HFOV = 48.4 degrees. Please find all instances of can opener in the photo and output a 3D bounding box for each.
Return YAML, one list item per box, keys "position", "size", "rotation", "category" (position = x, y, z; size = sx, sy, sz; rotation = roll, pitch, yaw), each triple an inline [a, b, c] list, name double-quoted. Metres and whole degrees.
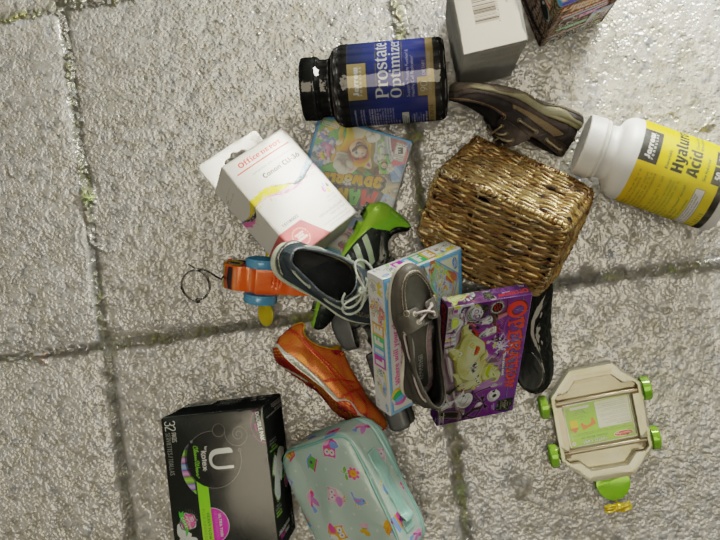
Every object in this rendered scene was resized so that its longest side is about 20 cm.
- position: [0.015, 0.132, 1.136]
  size: [0.066, 0.053, 0.202]
  rotation: [-19, 89, 18]
  category: "can opener"

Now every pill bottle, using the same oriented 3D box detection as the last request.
- position: [0.018, -0.256, 1.100]
  size: [0.197, 0.112, 0.114]
  rotation: [-4, 90, 5]
  category: "pill bottle"
- position: [0.388, -0.137, 1.069]
  size: [0.198, 0.111, 0.113]
  rotation: [19, 92, 5]
  category: "pill bottle"

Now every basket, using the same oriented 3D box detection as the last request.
- position: [0.196, -0.068, 1.092]
  size: [0.198, 0.149, 0.144]
  rotation: [26, 126, 16]
  category: "basket"

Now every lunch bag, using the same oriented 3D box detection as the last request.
- position: [-0.004, 0.309, 1.094]
  size: [0.159, 0.077, 0.202]
  rotation: [-27, 89, 36]
  category: "lunch bag"

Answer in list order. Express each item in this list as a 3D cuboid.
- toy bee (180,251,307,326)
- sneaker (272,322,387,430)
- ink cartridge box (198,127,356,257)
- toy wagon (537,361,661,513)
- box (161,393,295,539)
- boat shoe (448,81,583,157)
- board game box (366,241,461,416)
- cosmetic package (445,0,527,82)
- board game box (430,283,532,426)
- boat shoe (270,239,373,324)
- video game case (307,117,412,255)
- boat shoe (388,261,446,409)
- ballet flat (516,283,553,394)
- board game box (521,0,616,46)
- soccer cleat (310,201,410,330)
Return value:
- position: [-0.151, 0.001, 1.131]
  size: [0.198, 0.109, 0.132]
  rotation: [24, 92, -23]
  category: "toy bee"
- position: [-0.032, 0.151, 1.130]
  size: [0.200, 0.073, 0.077]
  rotation: [44, 68, -6]
  category: "sneaker"
- position: [-0.116, -0.110, 1.094]
  size: [0.116, 0.068, 0.200]
  rotation: [-39, 83, -29]
  category: "ink cartridge box"
- position: [0.335, 0.233, 1.113]
  size: [0.153, 0.040, 0.203]
  rotation: [-11, 90, 5]
  category: "toy wagon"
- position: [-0.180, 0.288, 1.116]
  size: [0.146, 0.124, 0.203]
  rotation: [-7, 89, 6]
  category: "box"
- position: [0.209, -0.202, 1.083]
  size: [0.197, 0.074, 0.074]
  rotation: [14, 98, -14]
  category: "boat shoe"
- position: [0.076, 0.076, 1.060]
  size: [0.133, 0.034, 0.203]
  rotation: [-21, 120, -32]
  category: "board game box"
- position: [0.158, -0.316, 1.043]
  size: [0.084, 0.200, 0.109]
  rotation: [-11, 92, 6]
  category: "cosmetic package"
- position: [0.157, 0.115, 1.063]
  size: [0.118, 0.032, 0.202]
  rotation: [-12, 125, -18]
  category: "board game box"
- position: [-0.020, 0.017, 1.028]
  size: [0.199, 0.062, 0.076]
  rotation: [32, 77, -25]
  category: "boat shoe"
- position: [-0.020, -0.108, 1.151]
  size: [0.141, 0.018, 0.203]
  rotation: [17, 92, 4]
  category: "video game case"
- position: [0.080, 0.085, 1.004]
  size: [0.066, 0.057, 0.202]
  rotation: [-25, 123, -31]
  category: "boat shoe"
- position: [0.238, 0.071, 1.122]
  size: [0.066, 0.057, 0.203]
  rotation: [-1, 84, 19]
  category: "ballet flat"
- position: [0.260, -0.406, 1.034]
  size: [0.096, 0.200, 0.161]
  rotation: [-22, 88, 5]
  category: "board game box"
- position: [0.000, 0.000, 1.097]
  size: [0.080, 0.068, 0.202]
  rotation: [30, 79, 0]
  category: "soccer cleat"
